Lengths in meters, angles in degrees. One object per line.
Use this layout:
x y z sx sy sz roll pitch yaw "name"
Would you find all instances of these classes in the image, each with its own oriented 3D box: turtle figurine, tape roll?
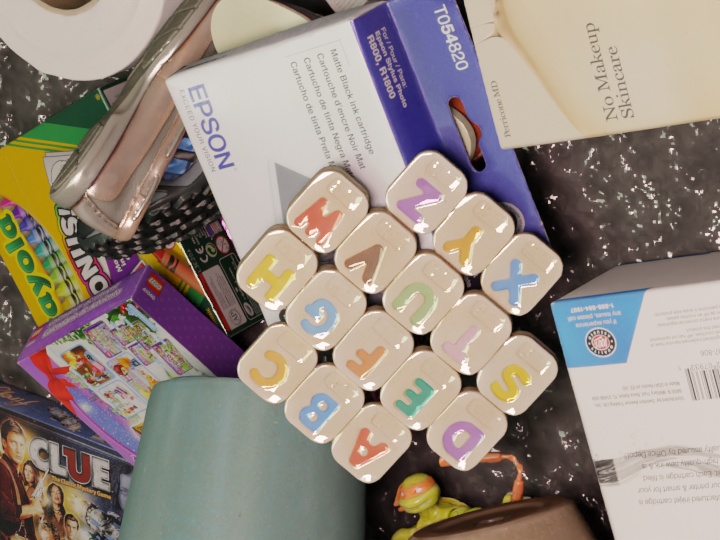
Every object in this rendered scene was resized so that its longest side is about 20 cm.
0.061 0.202 1.785 0.200 0.064 0.162 -24 99 32 "turtle figurine"
-0.189 -0.237 1.803 0.202 0.071 0.203 15 115 34 "tape roll"

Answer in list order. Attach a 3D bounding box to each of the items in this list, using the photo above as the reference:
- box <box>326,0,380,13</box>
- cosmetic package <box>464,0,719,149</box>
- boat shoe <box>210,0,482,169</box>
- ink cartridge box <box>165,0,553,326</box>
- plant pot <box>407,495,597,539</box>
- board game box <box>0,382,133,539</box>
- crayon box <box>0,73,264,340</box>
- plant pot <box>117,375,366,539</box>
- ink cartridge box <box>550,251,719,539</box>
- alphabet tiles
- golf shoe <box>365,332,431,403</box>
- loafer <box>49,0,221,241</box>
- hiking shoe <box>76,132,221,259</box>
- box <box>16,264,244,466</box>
0.043 -0.234 1.645 0.041 0.039 0.200 52 130 11 "box"
0.171 -0.140 1.562 0.200 0.073 0.104 -8 102 38 "cosmetic package"
-0.003 -0.126 1.682 0.200 0.063 0.071 27 123 12 "boat shoe"
-0.001 -0.063 1.646 0.199 0.041 0.200 -16 105 28 "ink cartridge box"
0.105 0.241 1.656 0.200 0.200 0.175 -12 92 40 "plant pot"
-0.227 0.175 2.017 0.200 0.035 0.136 17 117 32 "board game box"
-0.181 -0.020 1.888 0.172 0.058 0.200 -26 92 40 "crayon box"
-0.077 0.180 1.714 0.200 0.200 0.197 -5 72 39 "plant pot"
0.220 0.095 1.606 0.144 0.084 0.201 -8 102 39 "ink cartridge box"
0.024 0.031 1.630 0.200 0.015 0.196 40 104 -8 "alphabet tiles"
0.000 0.000 1.753 0.092 0.072 0.201 4 101 41 "golf shoe"
-0.128 -0.110 1.721 0.063 0.200 0.072 39 164 -15 "loafer"
-0.118 -0.084 1.783 0.200 0.074 0.087 -35 68 8 "hiking shoe"
-0.129 0.094 1.850 0.137 0.039 0.200 -27 118 40 "box"
